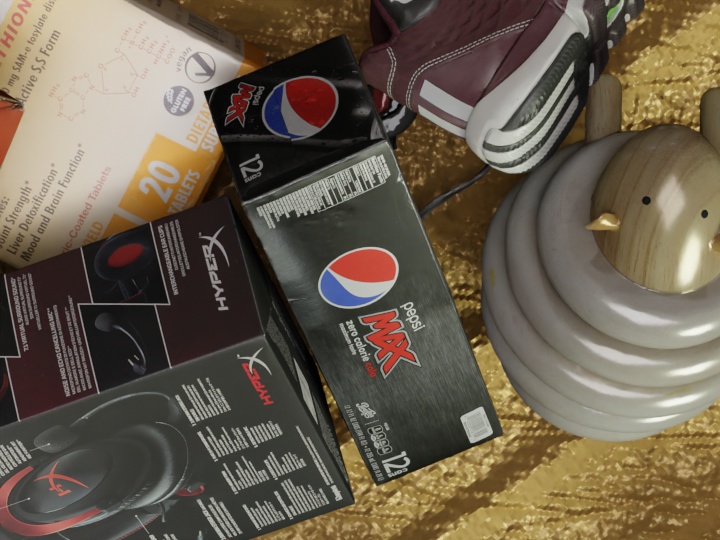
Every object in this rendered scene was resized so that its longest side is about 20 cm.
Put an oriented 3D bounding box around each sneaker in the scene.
[{"bbox_3d":[0.066,-0.141,1.032,0.115,0.076,0.200,25,63,21],"label":"sneaker"}]

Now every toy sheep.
[{"bbox_3d":[0.112,0.004,1.055,0.138,0.200,0.138,2,60,-4],"label":"toy sheep"}]

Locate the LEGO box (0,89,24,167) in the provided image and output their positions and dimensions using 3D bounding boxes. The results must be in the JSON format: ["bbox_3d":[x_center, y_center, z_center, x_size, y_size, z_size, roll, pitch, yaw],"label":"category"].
[{"bbox_3d":[-0.238,-0.037,0.944,0.077,0.200,0.149,15,102,-50],"label":"LEGO box"}]

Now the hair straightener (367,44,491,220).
[{"bbox_3d":[0.044,-0.113,1.080,0.077,0.041,0.201,8,96,-6],"label":"hair straightener"}]

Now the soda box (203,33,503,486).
[{"bbox_3d":[0.000,0.000,1.040,0.063,0.071,0.200,-22,138,1],"label":"soda box"}]

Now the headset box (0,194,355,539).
[{"bbox_3d":[-0.120,0.067,1.036,0.200,0.075,0.149,-20,145,4],"label":"headset box"}]

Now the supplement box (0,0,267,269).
[{"bbox_3d":[-0.154,-0.080,1.060,0.200,0.074,0.126,26,100,-8],"label":"supplement box"}]
